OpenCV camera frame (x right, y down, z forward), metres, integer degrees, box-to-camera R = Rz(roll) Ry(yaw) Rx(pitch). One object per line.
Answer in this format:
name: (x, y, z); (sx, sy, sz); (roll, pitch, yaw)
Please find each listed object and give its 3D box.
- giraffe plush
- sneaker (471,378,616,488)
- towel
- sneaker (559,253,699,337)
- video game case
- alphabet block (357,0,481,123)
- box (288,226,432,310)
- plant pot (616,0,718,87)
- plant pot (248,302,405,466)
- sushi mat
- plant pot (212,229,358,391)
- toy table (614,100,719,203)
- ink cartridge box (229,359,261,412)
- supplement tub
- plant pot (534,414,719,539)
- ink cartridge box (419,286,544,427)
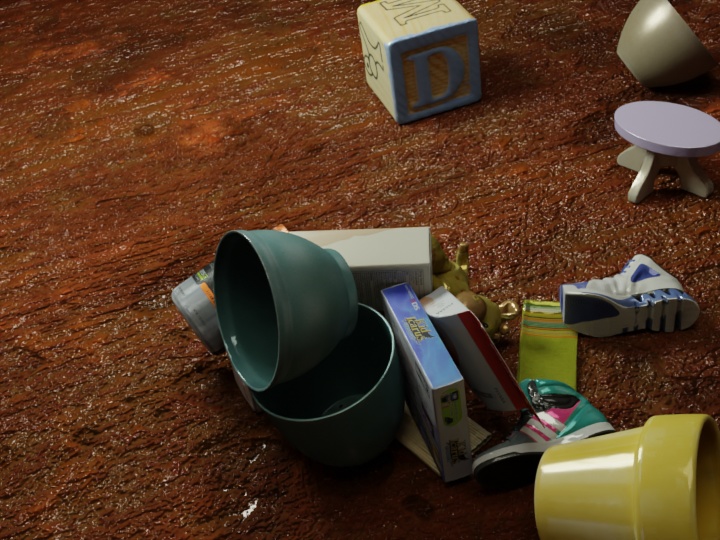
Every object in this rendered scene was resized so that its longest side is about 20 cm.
giraffe plush: (0.136, 0.058, 1.455); (0.200, 0.173, 0.162); (1, 35, -46)
sneaker: (0.222, 0.204, 1.281); (0.200, 0.084, 0.121); (-13, 43, -15)
towel: (0.276, 0.115, 1.432); (0.086, 0.018, 0.200); (0, 40, 14)
sneaker: (0.396, 0.035, 1.465); (0.199, 0.081, 0.115); (1, 36, 3)
video game case: (0.088, 0.145, 1.286); (0.045, 0.181, 0.200); (-17, 40, -9)
alphabet block: (0.122, -0.450, 2.019); (0.196, 0.196, 0.200); (-16, 40, -10)
box: (0.000, 0.000, 1.349); (0.200, 0.095, 0.078); (-1, 45, 4)
plant pot: (0.591, -0.442, 1.931); (0.134, 0.200, 0.200); (-39, 33, 21)
plant pot: (-0.030, 0.169, 1.310); (0.200, 0.161, 0.201); (-12, 42, 11)
sushi mat: (0.082, 0.207, 1.368); (0.096, 0.012, 0.200); (-32, 43, -25)
plant pot: (-0.087, 0.039, 1.226); (0.134, 0.201, 0.200); (-11, 35, -29)
toy table: (0.530, -0.206, 1.687); (0.184, 0.117, 0.200); (-26, 41, -18)
ink cartridge box: (-0.094, 0.100, 1.431); (0.200, 0.146, 0.085); (-26, 44, -19)
supplement tub: (-0.173, 0.025, 1.465); (0.200, 0.123, 0.123); (-36, 44, -7)
plant pot: (0.311, 0.268, 1.118); (0.189, 0.201, 0.201); (-6, 36, 31)
ink cartridge box: (0.150, 0.117, 1.247); (0.050, 0.162, 0.200); (-32, 16, 1)
